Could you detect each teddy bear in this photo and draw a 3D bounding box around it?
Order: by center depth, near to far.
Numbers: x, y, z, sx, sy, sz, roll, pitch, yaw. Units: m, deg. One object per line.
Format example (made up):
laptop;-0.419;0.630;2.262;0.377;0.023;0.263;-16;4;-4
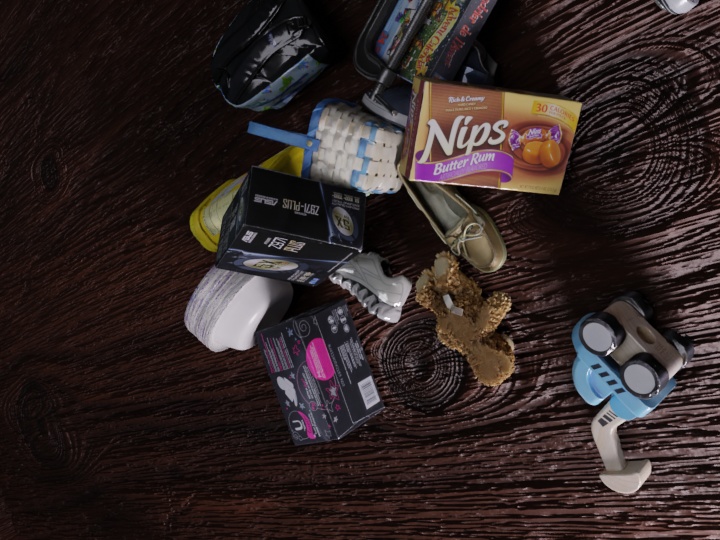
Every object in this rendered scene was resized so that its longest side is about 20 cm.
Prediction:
teddy bear;0.155;0.065;0.912;0.200;0.067;0.146;42;128;26

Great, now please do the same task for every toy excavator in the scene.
toy excavator;0.322;0.156;0.797;0.195;0.100;0.200;49;139;20

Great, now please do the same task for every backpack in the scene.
backpack;-0.143;-0.337;1.003;0.199;0.154;0.164;-34;82;16

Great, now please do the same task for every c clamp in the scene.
c clamp;0.054;-0.305;0.804;0.201;0.027;0.171;-63;36;14

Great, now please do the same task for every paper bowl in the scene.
paper bowl;-0.194;0.054;1.095;0.104;0.200;0.201;37;123;12

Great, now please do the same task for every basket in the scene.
basket;-0.043;-0.179;0.933;0.199;0.176;0.140;24;106;26

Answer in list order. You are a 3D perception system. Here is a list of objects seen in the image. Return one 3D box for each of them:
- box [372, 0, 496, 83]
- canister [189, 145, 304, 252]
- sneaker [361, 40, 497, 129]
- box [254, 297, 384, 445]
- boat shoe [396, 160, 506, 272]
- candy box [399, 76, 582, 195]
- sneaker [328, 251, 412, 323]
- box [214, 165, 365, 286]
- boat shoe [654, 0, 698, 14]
box;0.103;-0.333;0.803;0.137;0.038;0.201;45;111;47
canister;-0.174;-0.120;1.065;0.199;0.149;0.087;-21;115;40
sneaker;0.095;-0.256;0.872;0.202;0.077;0.147;35;110;39
box;-0.067;0.167;1.068;0.114;0.132;0.201;-19;91;41
boat shoe;0.125;-0.079;0.898;0.073;0.063;0.201;-42;75;37
candy box;0.155;-0.162;0.777;0.057;0.198;0.118;-117;34;-65
sneaker;0.000;0.000;1.021;0.200;0.075;0.081;36;102;28
box;-0.104;-0.054;0.908;0.200;0.163;0.087;147;131;-61
boat shoe;0.297;-0.355;0.696;0.071;0.072;0.201;-35;69;47
